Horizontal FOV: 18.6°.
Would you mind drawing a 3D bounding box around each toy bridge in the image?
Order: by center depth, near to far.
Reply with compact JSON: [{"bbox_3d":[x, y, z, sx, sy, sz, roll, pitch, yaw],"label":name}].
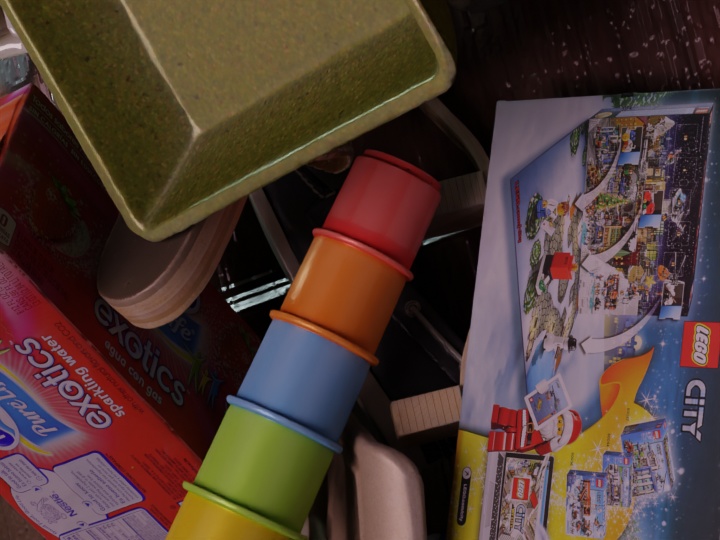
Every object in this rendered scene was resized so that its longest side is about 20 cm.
[{"bbox_3d":[0.029,-0.026,0.964,0.067,0.027,0.201,-14,69,7],"label":"toy bridge"}]

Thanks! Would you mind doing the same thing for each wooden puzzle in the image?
[{"bbox_3d":[0.005,0.153,0.982,0.200,0.037,0.186,-156,62,-76],"label":"wooden puzzle"}]

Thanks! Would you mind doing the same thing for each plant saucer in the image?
[{"bbox_3d":[-0.062,-0.132,0.822,0.199,0.048,0.201,-24,98,47],"label":"plant saucer"}]

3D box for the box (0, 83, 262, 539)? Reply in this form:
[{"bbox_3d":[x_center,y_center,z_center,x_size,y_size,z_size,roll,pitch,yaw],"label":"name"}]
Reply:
[{"bbox_3d":[-0.128,0.032,0.952,0.099,0.200,0.096,-22,36,27],"label":"box"}]

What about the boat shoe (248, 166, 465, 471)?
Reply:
[{"bbox_3d":[0.000,0.000,1.014,0.063,0.073,0.201,-29,64,-2],"label":"boat shoe"}]

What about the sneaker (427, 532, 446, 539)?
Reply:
[{"bbox_3d":[0.097,0.155,0.932,0.200,0.076,0.077,27,76,48],"label":"sneaker"}]

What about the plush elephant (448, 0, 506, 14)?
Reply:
[{"bbox_3d":[0.012,-0.225,0.885,0.165,0.154,0.201,-42,68,39],"label":"plush elephant"}]

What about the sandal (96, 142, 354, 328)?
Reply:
[{"bbox_3d":[-0.038,-0.055,0.944,0.077,0.070,0.212,1,55,45],"label":"sandal"}]

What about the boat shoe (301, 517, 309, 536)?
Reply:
[{"bbox_3d":[-0.098,0.134,1.083,0.199,0.066,0.075,-15,83,59],"label":"boat shoe"}]

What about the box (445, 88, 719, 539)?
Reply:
[{"bbox_3d":[0.106,0.030,0.880,0.136,0.038,0.201,1,81,43],"label":"box"}]

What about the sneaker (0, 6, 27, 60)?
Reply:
[{"bbox_3d":[-0.215,-0.143,1.057,0.199,0.077,0.081,6,61,28],"label":"sneaker"}]

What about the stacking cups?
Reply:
[{"bbox_3d":[-0.021,0.048,0.909,0.060,0.060,0.201,22,83,40],"label":"stacking cups"}]
